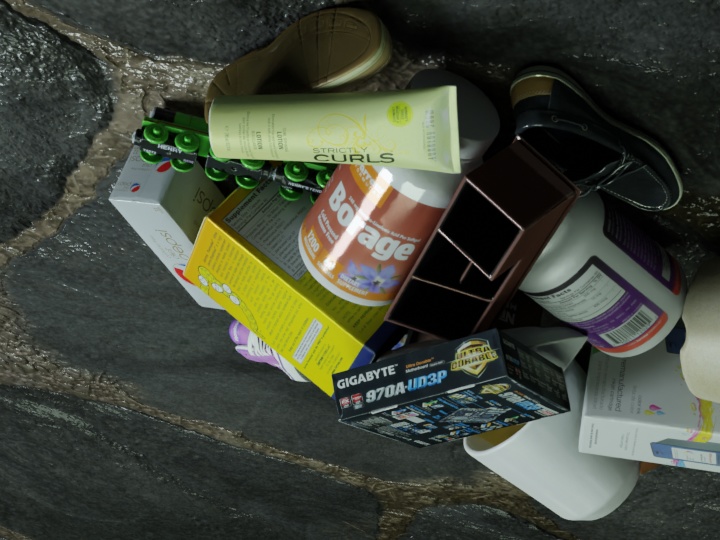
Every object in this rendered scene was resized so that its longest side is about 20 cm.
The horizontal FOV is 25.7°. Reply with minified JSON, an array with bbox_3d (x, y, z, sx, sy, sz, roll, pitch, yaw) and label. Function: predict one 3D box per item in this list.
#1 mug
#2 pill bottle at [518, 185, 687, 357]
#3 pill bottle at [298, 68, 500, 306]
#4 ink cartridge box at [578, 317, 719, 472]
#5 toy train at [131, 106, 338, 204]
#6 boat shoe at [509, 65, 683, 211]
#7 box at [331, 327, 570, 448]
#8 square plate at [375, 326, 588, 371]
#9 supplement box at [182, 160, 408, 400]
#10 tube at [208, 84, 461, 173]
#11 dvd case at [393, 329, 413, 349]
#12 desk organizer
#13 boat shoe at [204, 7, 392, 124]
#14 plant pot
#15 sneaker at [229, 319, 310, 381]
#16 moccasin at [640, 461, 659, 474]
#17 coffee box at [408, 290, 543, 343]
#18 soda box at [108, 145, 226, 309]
[{"bbox_3d":[0.218,0.174,1.682,0.153,0.187,0.149,43,122,-14],"label":"mug"},{"bbox_3d":[0.194,-0.013,1.416,0.111,0.112,0.200,-18,138,42],"label":"pill bottle"},{"bbox_3d":[0.034,-0.071,1.346,0.112,0.112,0.200,21,130,-15],"label":"pill bottle"},{"bbox_3d":[0.323,0.113,1.547,0.199,0.146,0.088,9,149,9],"label":"ink cartridge box"},{"bbox_3d":[-0.106,-0.107,1.427,0.199,0.057,0.042,15,143,-5],"label":"toy train"},{"bbox_3d":[0.197,-0.096,1.325,0.074,0.062,0.200,-21,138,41],"label":"boat shoe"},{"bbox_3d":[0.085,0.111,1.419,0.159,0.046,0.200,-17,161,20],"label":"box"},{"bbox_3d":[0.100,0.094,1.497,0.199,0.029,0.198,-8,162,-7],"label":"square plate"},{"bbox_3d":[-0.049,0.008,1.468,0.200,0.109,0.110,39,145,6],"label":"supplement box"},{"bbox_3d":[-0.020,-0.114,1.253,0.199,0.052,0.058,2,164,11],"label":"tube"},{"bbox_3d":[0.000,0.000,1.525,0.143,0.018,0.200,36,145,13],"label":"dvd case"},{"bbox_3d":[0.097,-0.011,1.313,0.072,0.077,0.200,43,139,14],"label":"desk organizer"},{"bbox_3d":[-0.043,-0.160,1.309,0.200,0.074,0.066,-15,153,41],"label":"boat shoe"},{"bbox_3d":[0.395,0.061,1.414,0.183,0.201,0.201,6,152,34],"label":"plant pot"},{"bbox_3d":[-0.095,0.076,1.681,0.114,0.073,0.200,13,170,11],"label":"sneaker"},{"bbox_3d":[0.327,0.166,1.711,0.078,0.074,0.202,-23,149,-3],"label":"moccasin"},{"bbox_3d":[0.091,0.061,1.613,0.113,0.080,0.200,22,149,-15],"label":"coffee box"},{"bbox_3d":[-0.164,-0.039,1.546,0.063,0.068,0.200,7,151,29],"label":"soda box"}]
